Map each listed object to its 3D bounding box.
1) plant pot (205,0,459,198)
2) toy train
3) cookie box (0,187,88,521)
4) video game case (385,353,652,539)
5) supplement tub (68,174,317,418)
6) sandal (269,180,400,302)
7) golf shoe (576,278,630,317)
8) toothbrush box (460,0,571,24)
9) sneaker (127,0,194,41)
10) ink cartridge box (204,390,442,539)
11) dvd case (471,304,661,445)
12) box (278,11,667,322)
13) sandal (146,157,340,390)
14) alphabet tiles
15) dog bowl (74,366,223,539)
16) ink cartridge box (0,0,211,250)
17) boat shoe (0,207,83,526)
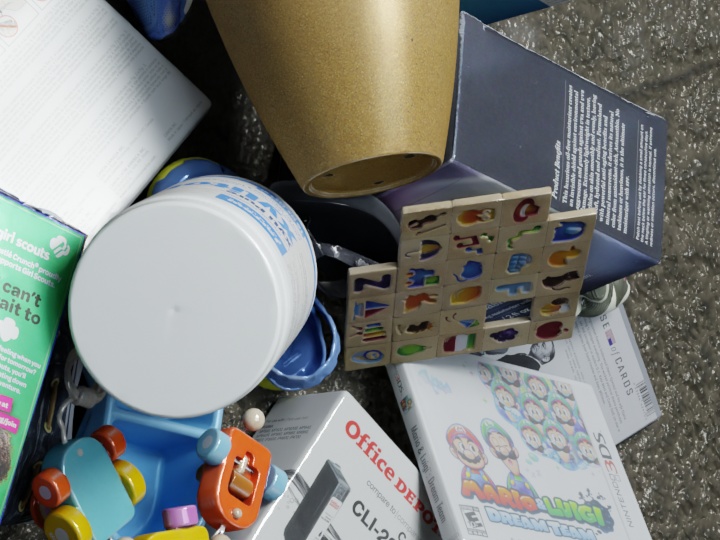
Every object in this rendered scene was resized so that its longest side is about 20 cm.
[{"bbox_3d":[-0.009,-0.156,1.581,0.185,0.186,0.202,-2,74,-39],"label":"plant pot"},{"bbox_3d":[-0.137,0.136,1.561,0.200,0.055,0.151,32,56,-39],"label":"toy train"},{"bbox_3d":[-0.262,0.062,1.464,0.075,0.171,0.201,27,68,-36],"label":"cookie box"},{"bbox_3d":[0.118,0.140,1.769,0.199,0.024,0.183,15,43,-36],"label":"video game case"},{"bbox_3d":[-0.099,0.012,1.507,0.131,0.200,0.133,0,96,4],"label":"supplement tub"},{"bbox_3d":[0.001,0.000,1.672,0.200,0.076,0.043,49,44,-48],"label":"sandal"},{"bbox_3d":[0.150,-0.059,1.880,0.088,0.077,0.202,4,69,-58],"label":"golf shoe"},{"bbox_3d":[0.052,-0.263,1.777,0.199,0.146,0.086,28,67,-32],"label":"toothbrush box"},{"bbox_3d":[-0.183,-0.238,1.636,0.089,0.078,0.201,-34,98,-29],"label":"sneaker"},{"bbox_3d":[-0.038,0.203,1.684,0.144,0.083,0.201,48,56,-24],"label":"ink cartridge box"},{"bbox_3d":[0.138,0.084,1.882,0.199,0.025,0.151,-27,101,-38],"label":"dvd case"},{"bbox_3d":[0.075,-0.059,1.723,0.198,0.199,0.124,24,58,-32],"label":"box"},{"bbox_3d":[-0.071,0.007,1.659,0.079,0.087,0.200,-41,118,-9],"label":"sandal"},{"bbox_3d":[0.072,0.006,1.663,0.166,0.200,0.008,-8,59,-7],"label":"alphabet tiles"},{"bbox_3d":[-0.143,0.104,1.634,0.111,0.049,0.202,17,74,-37],"label":"dog bowl"},{"bbox_3d":[-0.219,-0.118,1.616,0.200,0.050,0.162,42,60,-7],"label":"ink cartridge box"},{"bbox_3d":[-0.217,0.062,1.531,0.091,0.070,0.202,-7,100,-71],"label":"boat shoe"}]
